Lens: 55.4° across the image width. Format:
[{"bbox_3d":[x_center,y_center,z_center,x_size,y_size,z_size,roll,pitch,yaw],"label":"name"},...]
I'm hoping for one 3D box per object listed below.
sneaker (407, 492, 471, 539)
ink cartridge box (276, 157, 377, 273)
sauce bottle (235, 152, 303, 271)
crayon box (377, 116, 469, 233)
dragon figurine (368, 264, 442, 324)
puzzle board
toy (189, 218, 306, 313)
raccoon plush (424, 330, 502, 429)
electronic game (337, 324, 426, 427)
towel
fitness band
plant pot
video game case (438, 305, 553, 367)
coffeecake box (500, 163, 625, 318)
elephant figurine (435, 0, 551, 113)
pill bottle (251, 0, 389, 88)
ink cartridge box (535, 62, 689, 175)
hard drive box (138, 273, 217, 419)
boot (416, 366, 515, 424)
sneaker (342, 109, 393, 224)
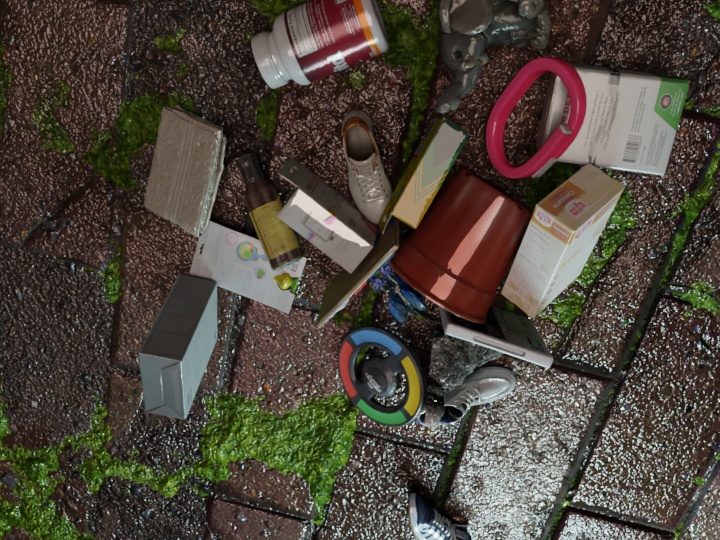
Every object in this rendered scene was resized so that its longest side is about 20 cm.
[{"bbox_3d":[0.169,0.536,1.431,0.107,0.070,0.202,-13,117,16],"label":"sneaker"},{"bbox_3d":[-0.069,-0.097,1.174,0.199,0.117,0.068,39,110,-9],"label":"ink cartridge box"},{"bbox_3d":[-0.161,-0.103,1.188,0.064,0.065,0.203,-21,91,14],"label":"sauce bottle"},{"bbox_3d":[0.097,-0.146,1.111,0.050,0.127,0.202,28,100,-7],"label":"crayon box"},{"bbox_3d":[0.081,0.053,1.228,0.058,0.100,0.201,-33,108,18],"label":"dragon figurine"},{"bbox_3d":[0.000,0.000,1.187,0.017,0.151,0.200,40,110,-13],"label":"puzzle board"},{"bbox_3d":[-0.203,-0.012,1.259,0.198,0.047,0.116,22,111,3],"label":"toy"},{"bbox_3d":[0.192,0.193,1.254,0.132,0.097,0.203,6,82,8],"label":"raccoon plush"},{"bbox_3d":[0.037,0.198,1.282,0.198,0.041,0.203,16,117,34],"label":"electronic game"},{"bbox_3d":[-0.306,-0.174,1.195,0.131,0.034,0.202,27,114,16],"label":"towel"},{"bbox_3d":[0.265,-0.232,1.062,0.037,0.145,0.200,-7,152,-31],"label":"fitness band"},{"bbox_3d":[0.176,-0.052,1.138,0.199,0.201,0.197,30,104,-7],"label":"plant pot"},{"bbox_3d":[0.223,0.095,1.177,0.179,0.200,0.024,19,105,-2],"label":"video game case"},{"bbox_3d":[0.319,-0.046,1.093,0.073,0.153,0.201,39,144,24],"label":"coffeecake box"},{"bbox_3d":[0.171,-0.360,1.028,0.198,0.156,0.142,-24,131,5],"label":"elephant figurine"},{"bbox_3d":[-0.063,-0.360,1.068,0.197,0.113,0.114,-18,109,14],"label":"pill bottle"},{"bbox_3d":[0.390,-0.243,1.085,0.197,0.083,0.149,9,113,3],"label":"ink cartridge box"},{"bbox_3d":[-0.320,0.134,1.230,0.076,0.201,0.157,11,130,1],"label":"hard drive box"},{"bbox_3d":[0.199,0.246,1.297,0.197,0.096,0.074,-17,110,12],"label":"boot"},{"bbox_3d":[0.007,-0.162,1.158,0.072,0.085,0.202,-15,113,10],"label":"sneaker"}]
